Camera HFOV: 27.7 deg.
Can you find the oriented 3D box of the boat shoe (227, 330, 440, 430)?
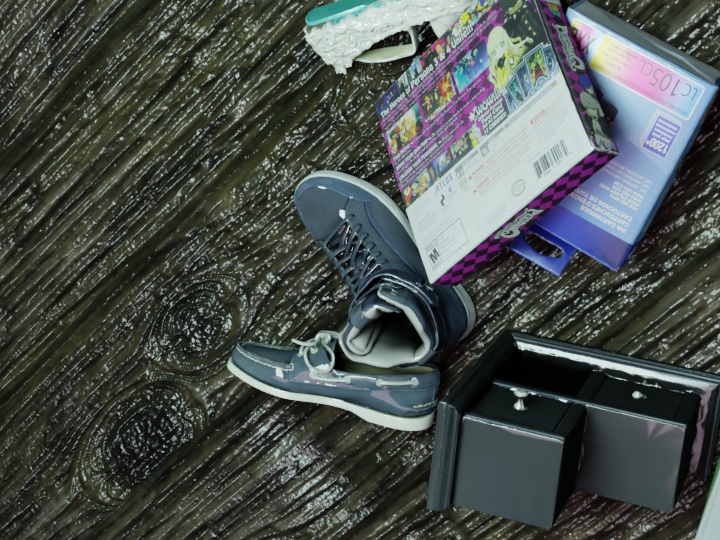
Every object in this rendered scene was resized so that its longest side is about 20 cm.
[{"bbox_3d":[-0.024,0.090,1.319,0.198,0.075,0.063,16,111,16],"label":"boat shoe"}]

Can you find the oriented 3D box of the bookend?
[{"bbox_3d":[0.178,0.137,1.181,0.196,0.200,0.093,12,108,19],"label":"bookend"}]

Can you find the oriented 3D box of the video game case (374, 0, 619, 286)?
[{"bbox_3d":[0.101,-0.115,1.164,0.200,0.035,0.183,-42,55,40],"label":"video game case"}]

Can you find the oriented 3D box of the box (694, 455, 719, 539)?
[{"bbox_3d":[0.381,0.144,1.116,0.198,0.171,0.201,19,110,17],"label":"box"}]

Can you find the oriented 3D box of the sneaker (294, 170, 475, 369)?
[{"bbox_3d":[0.001,-0.001,1.247,0.202,0.146,0.077,43,116,8],"label":"sneaker"}]

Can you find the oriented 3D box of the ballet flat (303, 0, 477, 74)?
[{"bbox_3d":[0.045,-0.217,1.221,0.198,0.072,0.073,-15,98,30],"label":"ballet flat"}]

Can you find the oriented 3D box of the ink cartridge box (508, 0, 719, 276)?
[{"bbox_3d":[0.189,-0.096,1.185,0.135,0.076,0.202,30,114,12],"label":"ink cartridge box"}]
